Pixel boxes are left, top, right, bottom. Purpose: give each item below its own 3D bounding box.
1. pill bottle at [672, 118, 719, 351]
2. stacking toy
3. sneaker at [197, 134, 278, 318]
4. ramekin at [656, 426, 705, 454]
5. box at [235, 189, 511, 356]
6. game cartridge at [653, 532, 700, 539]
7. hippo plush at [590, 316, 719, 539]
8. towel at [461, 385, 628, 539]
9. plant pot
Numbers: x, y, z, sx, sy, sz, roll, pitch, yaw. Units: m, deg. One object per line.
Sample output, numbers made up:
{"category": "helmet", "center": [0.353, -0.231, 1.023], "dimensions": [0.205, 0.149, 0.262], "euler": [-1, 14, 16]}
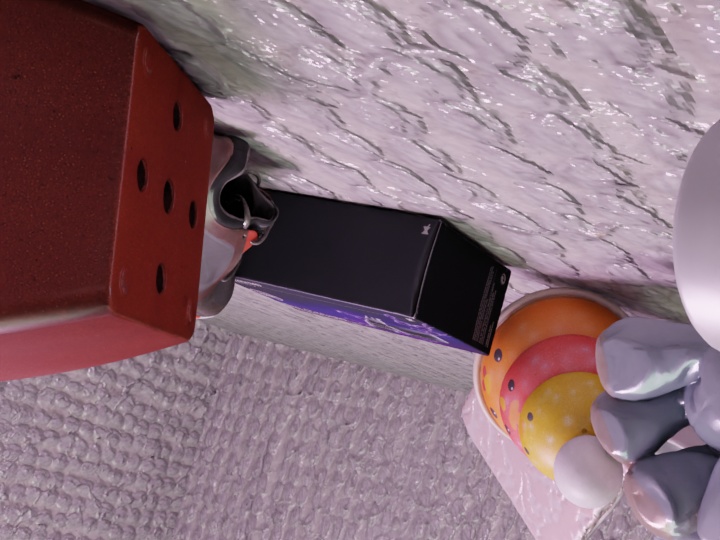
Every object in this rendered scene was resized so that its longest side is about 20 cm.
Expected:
{"category": "pill bottle", "center": [0.185, -0.007, 0.277], "dimensions": [0.110, 0.113, 0.199], "euler": [21, 172, -36]}
{"category": "stacking toy", "center": [0.162, 0.110, 0.812], "dimensions": [0.144, 0.148, 0.200], "euler": [16, -162, -3]}
{"category": "sneaker", "center": [-0.097, -0.024, 0.749], "dimensions": [0.080, 0.078, 0.201], "euler": [3, 151, 3]}
{"category": "ramekin", "center": [0.336, 0.143, 0.897], "dimensions": [0.199, 0.106, 0.200], "euler": [35, 175, 4]}
{"category": "box", "center": [0.000, 0.000, 0.861], "dimensions": [0.197, 0.080, 0.141], "euler": [12, 169, 33]}
{"category": "game cartridge", "center": [0.350, 0.182, 1.031], "dimensions": [0.131, 0.202, 0.041], "euler": [17, 144, -3]}
{"category": "hippo plush", "center": [0.256, 0.074, 0.702], "dimensions": [0.159, 0.203, 0.159], "euler": [-11, -149, -38]}
{"category": "towel", "center": [0.176, 0.156, 1.017], "dimensions": [0.032, 0.192, 0.201], "euler": [-16, 148, -27]}
{"category": "plant pot", "center": [-0.180, -0.041, 0.557], "dimensions": [0.173, 0.204, 0.200], "euler": [3, 171, 8]}
